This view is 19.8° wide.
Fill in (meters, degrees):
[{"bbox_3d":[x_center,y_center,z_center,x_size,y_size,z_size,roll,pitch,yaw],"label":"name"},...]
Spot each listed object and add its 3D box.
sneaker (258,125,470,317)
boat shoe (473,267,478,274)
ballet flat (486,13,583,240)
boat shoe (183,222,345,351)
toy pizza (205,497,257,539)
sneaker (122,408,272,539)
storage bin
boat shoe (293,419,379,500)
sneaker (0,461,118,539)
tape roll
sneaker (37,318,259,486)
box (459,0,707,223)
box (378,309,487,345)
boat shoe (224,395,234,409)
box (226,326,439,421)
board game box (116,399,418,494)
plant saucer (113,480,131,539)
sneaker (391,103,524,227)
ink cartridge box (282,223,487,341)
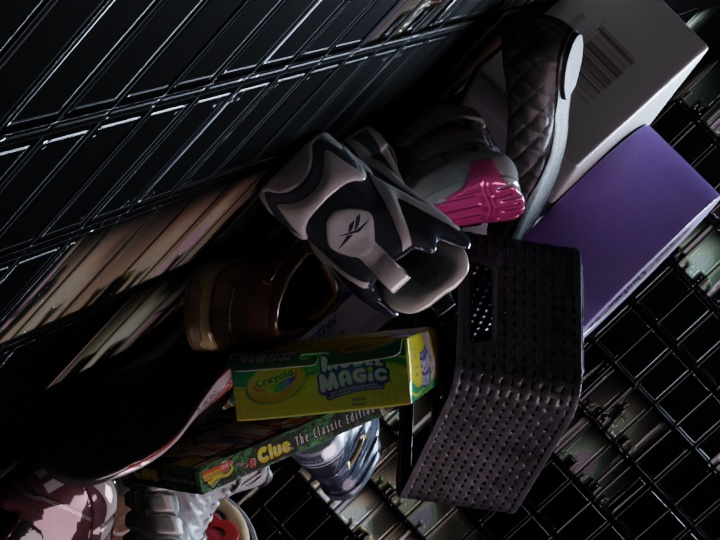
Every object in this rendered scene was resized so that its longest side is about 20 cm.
[{"bbox_3d":[0.016,-0.023,1.317,0.079,0.130,0.199,-43,174,4],"label":"sneaker"},{"bbox_3d":[0.046,-0.030,1.743,0.199,0.093,0.075,-15,126,-8],"label":"boat shoe"},{"bbox_3d":[0.115,-0.096,1.469,0.066,0.057,0.200,-49,154,-49],"label":"ballet flat"},{"bbox_3d":[-0.043,0.013,1.358,0.200,0.067,0.072,-28,121,-63],"label":"boat shoe"},{"bbox_3d":[-0.183,0.236,1.687,0.200,0.200,0.032,-39,139,-33],"label":"toy pizza"},{"bbox_3d":[-0.114,0.181,1.513,0.115,0.201,0.075,-4,-174,-33],"label":"sneaker"},{"bbox_3d":[0.092,0.077,1.511,0.200,0.093,0.136,112,-15,-56],"label":"storage bin"},{"bbox_3d":[-0.012,0.101,1.829,0.091,0.071,0.201,62,40,-50],"label":"boat shoe"},{"bbox_3d":[-0.234,0.210,1.466,0.115,0.076,0.200,-25,135,-30],"label":"sneaker"},{"bbox_3d":[0.192,-0.018,1.665,0.200,0.085,0.200,-43,173,-7],"label":"tape roll"},{"bbox_3d":[-0.144,0.096,1.401,0.201,0.067,0.108,-42,172,-33],"label":"sneaker"},{"bbox_3d":[0.159,-0.129,1.620,0.152,0.106,0.200,-42,174,-19],"label":"box"},{"bbox_3d":[-0.001,0.055,1.700,0.199,0.036,0.144,-12,178,15],"label":"box"},{"bbox_3d":[-0.127,0.128,1.713,0.200,0.071,0.091,-38,171,-36],"label":"boat shoe"},{"bbox_3d":[-0.015,0.066,1.352,0.117,0.049,0.200,-6,178,8],"label":"box"},{"bbox_3d":[-0.066,0.111,1.457,0.200,0.024,0.105,-21,-168,-39],"label":"board game box"},{"bbox_3d":[-0.183,0.181,1.596,0.200,0.037,0.201,-28,158,-12],"label":"plant saucer"},{"bbox_3d":[0.058,-0.073,1.435,0.081,0.089,0.200,-7,180,-12],"label":"sneaker"},{"bbox_3d":[0.000,0.000,1.559,0.200,0.044,0.094,-41,-146,-25],"label":"ink cartridge box"}]
